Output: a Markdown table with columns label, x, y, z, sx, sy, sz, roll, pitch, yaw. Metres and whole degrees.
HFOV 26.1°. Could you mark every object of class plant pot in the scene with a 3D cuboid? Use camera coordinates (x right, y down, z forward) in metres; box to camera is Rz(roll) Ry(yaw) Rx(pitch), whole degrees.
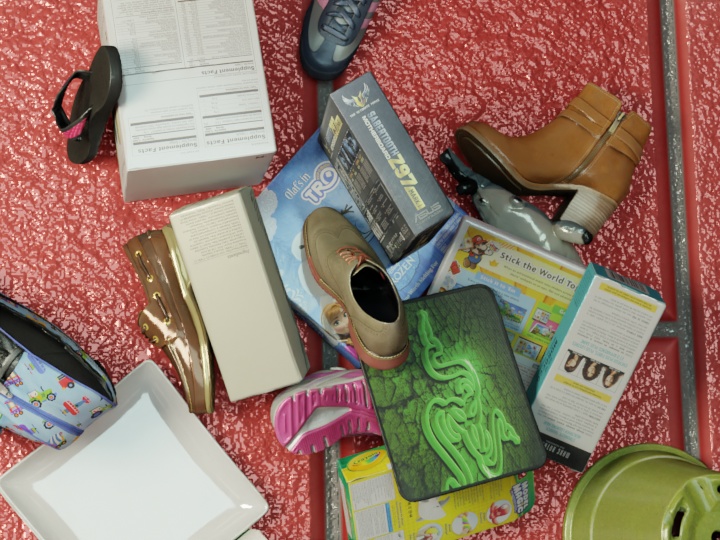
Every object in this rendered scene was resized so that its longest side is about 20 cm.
| label | x | y | z | sx | sy | sz | roll | pitch | yaw |
| --- | --- | --- | --- | --- | --- | --- | --- | --- | --- |
| plant pot | 0.328 | 0.272 | 1.572 | 0.199 | 0.190 | 0.202 | 2 | 81 | -10 |

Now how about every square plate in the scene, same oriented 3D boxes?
| label | x | y | z | sx | sy | sz | roll | pitch | yaw |
| --- | --- | --- | --- | --- | --- | --- | --- | --- | --- |
| square plate | -0.228 | 0.227 | 1.560 | 0.200 | 0.028 | 0.198 | -39 | 89 | -14 |

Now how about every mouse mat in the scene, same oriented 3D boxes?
| label | x | y | z | sx | sy | sz | roll | pitch | yaw |
| --- | --- | --- | --- | --- | --- | --- | --- | --- | --- |
| mouse mat | 0.087 | 0.119 | 1.548 | 0.160 | 0.008 | 0.201 | -13 | 75 | -16 |

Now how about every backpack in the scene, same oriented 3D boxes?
| label | x | y | z | sx | sy | sz | roll | pitch | yaw |
| --- | --- | --- | --- | --- | --- | --- | --- | --- | --- |
| backpack | -0.338 | 0.102 | 1.490 | 0.200 | 0.183 | 0.135 | 36 | 85 | -13 |

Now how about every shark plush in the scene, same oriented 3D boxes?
| label | x | y | z | sx | sy | sz | roll | pitch | yaw |
| --- | --- | --- | --- | --- | --- | --- | --- | --- | --- |
| shark plush | 0.157 | -0.048 | 1.658 | 0.199 | 0.083 | 0.091 | 30 | 105 | 3 |

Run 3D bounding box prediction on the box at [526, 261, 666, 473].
| label | x | y | z | sx | sy | sz | roll | pitch | yaw |
| --- | --- | --- | --- | --- | --- | --- | --- | --- | --- |
| box | 0.232 | 0.100 | 1.594 | 0.082 | 0.049 | 0.201 | 23 | 105 | -6 |

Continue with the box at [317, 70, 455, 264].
| label | x | y | z | sx | sy | sz | roll | pitch | yaw |
| --- | --- | --- | --- | --- | --- | --- | --- | --- | --- |
| box | 0.021 | -0.096 | 1.527 | 0.051 | 0.200 | 0.158 | -31 | 85 | -9 |

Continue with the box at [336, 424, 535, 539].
| label | x | y | z | sx | sy | sz | roll | pitch | yaw |
| --- | --- | --- | --- | --- | --- | --- | --- | --- | --- |
| box | 0.081 | 0.220 | 1.579 | 0.199 | 0.048 | 0.118 | -14 | 121 | -11 |

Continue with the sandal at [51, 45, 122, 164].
| label | x | y | z | sx | sy | sz | roll | pitch | yaw |
| --- | --- | --- | --- | --- | --- | --- | --- | --- | --- |
| sandal | -0.276 | -0.165 | 1.530 | 0.045 | 0.200 | 0.076 | -6 | 74 | -22 |

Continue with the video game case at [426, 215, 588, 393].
| label | x | y | z | sx | sy | sz | roll | pitch | yaw |
| --- | --- | --- | --- | --- | --- | --- | --- | --- | --- |
| video game case | 0.161 | 0.062 | 1.622 | 0.199 | 0.023 | 0.183 | 23 | 106 | -5 |

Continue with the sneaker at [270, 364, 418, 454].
| label | x | y | z | sx | sy | sz | roll | pitch | yaw |
| --- | --- | --- | --- | --- | --- | --- | --- | --- | --- |
| sneaker | -0.006 | 0.132 | 1.586 | 0.199 | 0.088 | 0.082 | -4 | 100 | -22 |

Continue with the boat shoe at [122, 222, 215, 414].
| label | x | y | z | sx | sy | sz | roll | pitch | yaw |
| --- | --- | --- | --- | --- | --- | --- | --- | --- | --- |
| boat shoe | -0.192 | 0.053 | 1.577 | 0.067 | 0.072 | 0.201 | -14 | 78 | -7 |

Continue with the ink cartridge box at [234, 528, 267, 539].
| label | x | y | z | sx | sy | sz | roll | pitch | yaw |
| --- | --- | --- | --- | --- | --- | --- | --- | --- | --- |
| ink cartridge box | -0.142 | 0.314 | 1.472 | 0.161 | 0.200 | 0.050 | -39 | 89 | -14 |

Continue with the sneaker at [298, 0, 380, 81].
| label | x | y | z | sx | sy | sz | roll | pitch | yaw |
| --- | --- | --- | --- | --- | --- | --- | --- | --- | --- |
| sneaker | -0.009 | -0.302 | 1.661 | 0.070 | 0.082 | 0.201 | 23 | 77 | -6 |

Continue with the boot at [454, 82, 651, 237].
| label | x | y | z | sx | sy | sz | roll | pitch | yaw |
| --- | --- | --- | --- | --- | --- | --- | --- | --- | --- |
| boot | 0.213 | -0.143 | 1.676 | 0.199 | 0.077 | 0.156 | 33 | 78 | -6 |

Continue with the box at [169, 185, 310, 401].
| label | x | y | z | sx | sy | sz | roll | pitch | yaw |
| --- | --- | --- | --- | --- | --- | --- | --- | --- | --- |
| box | -0.120 | 0.022 | 1.563 | 0.082 | 0.068 | 0.201 | -15 | 98 | 8 |

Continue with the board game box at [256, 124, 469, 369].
| label | x | y | z | sx | sy | sz | roll | pitch | yaw |
| --- | --- | --- | --- | --- | --- | --- | --- | --- | --- |
| board game box | -0.012 | -0.037 | 1.636 | 0.199 | 0.043 | 0.200 | 40 | 76 | 0 |

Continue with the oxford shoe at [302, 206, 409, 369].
| label | x | y | z | sx | sy | sz | roll | pitch | yaw |
| --- | --- | --- | --- | --- | --- | --- | --- | --- | --- |
| oxford shoe | 0.000 | 0.000 | 1.541 | 0.070 | 0.075 | 0.200 | -19 | 55 | -19 |

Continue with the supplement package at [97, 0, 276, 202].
| label | x | y | z | sx | sy | sz | roll | pitch | yaw |
| --- | --- | --- | --- | --- | --- | --- | --- | --- | --- |
| supplement package | -0.180 | -0.190 | 1.575 | 0.150 | 0.152 | 0.201 | -8 | 82 | -11 |
